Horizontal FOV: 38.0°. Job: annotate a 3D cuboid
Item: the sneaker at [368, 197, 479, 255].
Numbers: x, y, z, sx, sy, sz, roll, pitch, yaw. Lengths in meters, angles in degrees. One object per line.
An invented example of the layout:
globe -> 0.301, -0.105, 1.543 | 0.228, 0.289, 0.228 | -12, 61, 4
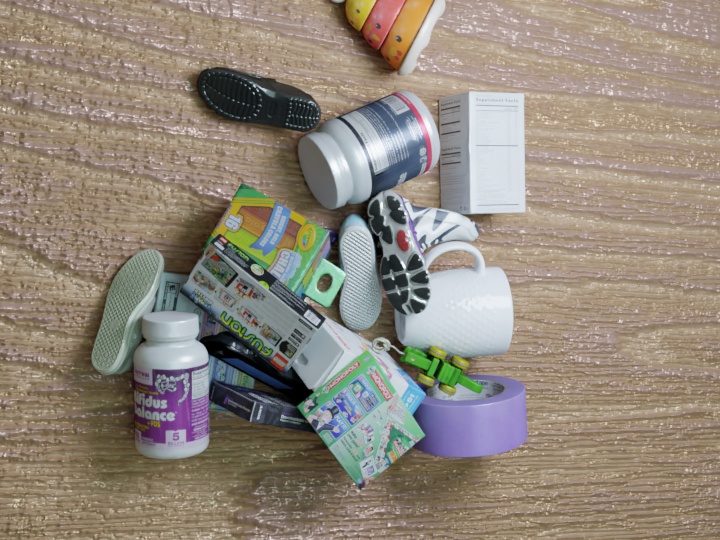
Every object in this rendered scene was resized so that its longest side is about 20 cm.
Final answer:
sneaker -> 0.098, -0.043, 1.754 | 0.197, 0.079, 0.131 | 15, 87, -24

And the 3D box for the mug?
mug -> 0.150, 0.048, 1.733 | 0.173, 0.148, 0.202 | -3, 113, -11

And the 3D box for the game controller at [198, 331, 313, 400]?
game controller -> -0.155, 0.151, 1.605 | 0.199, 0.104, 0.042 | 33, 61, -27

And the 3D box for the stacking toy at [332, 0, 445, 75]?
stacking toy -> 0.025, -0.423, 1.703 | 0.198, 0.146, 0.147 | 27, 80, -3

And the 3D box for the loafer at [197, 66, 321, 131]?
loafer -> -0.160, -0.270, 1.642 | 0.198, 0.072, 0.074 | 18, 115, -13

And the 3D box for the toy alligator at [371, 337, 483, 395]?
toy alligator -> 0.106, 0.149, 1.691 | 0.198, 0.054, 0.060 | 24, 94, -8

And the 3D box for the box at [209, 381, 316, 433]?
box -> -0.117, 0.217, 1.611 | 0.199, 0.142, 0.037 | 19, 86, -34

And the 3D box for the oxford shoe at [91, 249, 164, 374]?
oxford shoe -> -0.345, 0.064, 1.571 | 0.058, 0.074, 0.202 | 46, 58, -62

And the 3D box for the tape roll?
tape roll -> 0.176, 0.237, 1.730 | 0.198, 0.200, 0.086 | -7, 98, -24

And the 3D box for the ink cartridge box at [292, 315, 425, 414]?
ink cartridge box -> -0.014, 0.156, 1.638 | 0.199, 0.144, 0.085 | 30, 98, -39

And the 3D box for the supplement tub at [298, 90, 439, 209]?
supplement tub -> 0.015, -0.192, 1.677 | 0.199, 0.140, 0.142 | -26, 102, -21

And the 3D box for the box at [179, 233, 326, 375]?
box -> -0.158, 0.050, 1.519 | 0.199, 0.110, 0.035 | 39, 35, 0

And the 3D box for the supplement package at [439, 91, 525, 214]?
supplement package -> 0.207, -0.198, 1.781 | 0.112, 0.109, 0.203 | -2, 93, -24

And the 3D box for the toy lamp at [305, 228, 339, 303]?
toy lamp -> -0.087, 0.031, 1.684 | 0.058, 0.058, 0.202 | 18, 83, -24

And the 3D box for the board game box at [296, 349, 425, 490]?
board game box -> 0.005, 0.228, 1.577 | 0.134, 0.029, 0.201 | -38, 129, -9

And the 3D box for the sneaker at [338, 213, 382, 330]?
sneaker -> 0.000, 0.000, 1.710 | 0.073, 0.082, 0.202 | 1, 122, 0

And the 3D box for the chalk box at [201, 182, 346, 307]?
chalk box -> -0.121, -0.019, 1.588 | 0.199, 0.124, 0.126 | 28, 79, 7

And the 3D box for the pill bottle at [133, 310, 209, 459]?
pill bottle -> -0.279, 0.166, 1.541 | 0.111, 0.112, 0.203 | -4, 100, -24

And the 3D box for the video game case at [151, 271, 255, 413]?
video game case -> -0.244, 0.116, 1.634 | 0.180, 0.022, 0.203 | 11, 86, -24

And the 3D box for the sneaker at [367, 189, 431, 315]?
sneaker -> 0.074, -0.031, 1.664 | 0.080, 0.083, 0.202 | -10, 93, 22
